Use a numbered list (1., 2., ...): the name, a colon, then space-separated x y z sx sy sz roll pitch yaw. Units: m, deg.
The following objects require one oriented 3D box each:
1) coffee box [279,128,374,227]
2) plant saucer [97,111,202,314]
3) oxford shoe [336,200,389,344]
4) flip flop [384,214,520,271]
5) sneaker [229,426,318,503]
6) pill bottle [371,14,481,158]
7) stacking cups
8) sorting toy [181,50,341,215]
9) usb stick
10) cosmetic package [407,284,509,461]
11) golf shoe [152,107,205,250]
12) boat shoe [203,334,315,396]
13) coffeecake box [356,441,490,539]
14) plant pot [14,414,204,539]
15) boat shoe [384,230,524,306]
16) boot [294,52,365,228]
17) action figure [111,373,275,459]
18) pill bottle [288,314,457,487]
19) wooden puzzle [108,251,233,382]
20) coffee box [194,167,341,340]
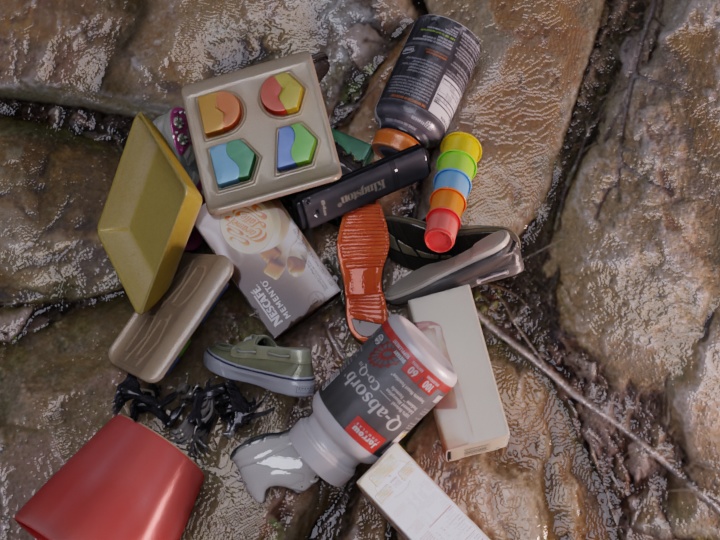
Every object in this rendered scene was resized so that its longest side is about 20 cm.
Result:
1. coffee box: -0.093 -0.154 1.698 0.198 0.044 0.124 22 77 10
2. plant saucer: -0.276 -0.076 1.613 0.048 0.202 0.200 4 33 -35
3. oxford shoe: 0.000 0.000 1.626 0.070 0.073 0.203 3 78 -5
4. flip flop: 0.119 -0.045 1.640 0.197 0.082 0.058 2 37 13
5. sneaker: -0.067 0.237 1.576 0.198 0.075 0.088 -21 88 2
6. pill bottle: 0.085 -0.244 1.680 0.105 0.106 0.202 22 76 10
7. stacking cups: 0.116 -0.102 1.613 0.060 0.061 0.201 13 45 8
8. sorting toy: -0.133 -0.186 1.590 0.183 0.037 0.202 -15 70 2
9. usb stick: 0.003 -0.111 1.599 0.198 0.056 0.033 -24 46 -15
10. cosmetic package: 0.126 0.134 1.567 0.086 0.104 0.203 -14 72 1
11. golf shoe: -0.262 -0.123 1.697 0.091 0.075 0.203 -13 77 31
12. boat shoe: -0.128 0.115 1.569 0.198 0.071 0.063 11 94 42
13. coffeecake box: 0.092 0.317 1.486 0.073 0.154 0.200 -43 76 -9
14. plant pot: -0.300 0.293 1.513 0.199 0.201 0.178 29 69 12
15. boat shoe: 0.124 0.014 1.602 0.198 0.067 0.057 -26 109 25
16. boot: -0.053 -0.178 1.652 0.173 0.069 0.201 35 83 7
17. action figure: -0.215 0.190 1.571 0.197 0.119 0.103 5 64 15
18. pill bottle: 0.013 0.162 1.479 0.200 0.116 0.116 -46 75 7
19. wooden puzzle: -0.244 0.063 1.592 0.046 0.199 0.186 38 78 -24
20. coffee box: -0.127 -0.020 1.620 0.114 0.080 0.201 -34 87 -5
